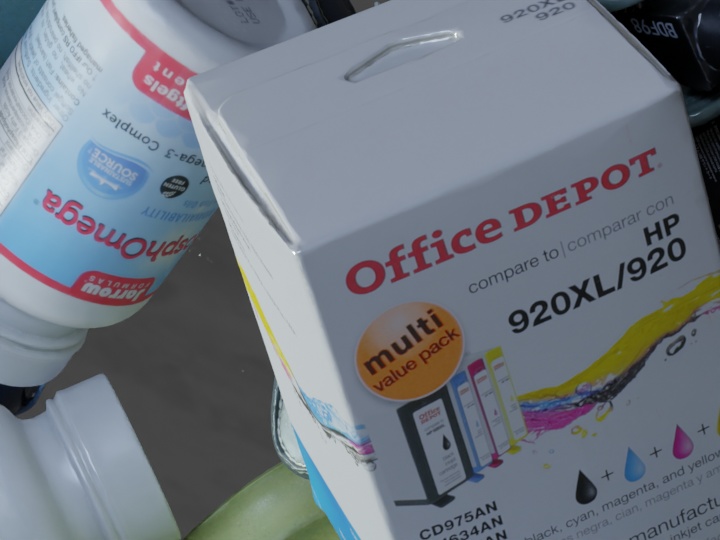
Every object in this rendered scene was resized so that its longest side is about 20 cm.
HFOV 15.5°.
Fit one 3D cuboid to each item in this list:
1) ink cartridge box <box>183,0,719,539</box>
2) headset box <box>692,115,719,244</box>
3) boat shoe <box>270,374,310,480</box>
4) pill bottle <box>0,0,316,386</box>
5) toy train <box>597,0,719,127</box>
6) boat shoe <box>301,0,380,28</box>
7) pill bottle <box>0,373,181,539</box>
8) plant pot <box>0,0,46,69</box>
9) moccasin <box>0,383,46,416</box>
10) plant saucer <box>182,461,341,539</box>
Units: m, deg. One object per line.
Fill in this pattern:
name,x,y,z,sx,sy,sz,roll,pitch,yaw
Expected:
ink cartridge box,0.045,0.014,0.962,0.147,0.200,0.145,-23,32,-8
headset box,0.220,-0.022,1.007,0.200,0.077,0.149,-31,65,19
boat shoe,0.000,0.000,1.066,0.073,0.062,0.200,35,114,28
pill bottle,-0.111,-0.048,1.117,0.200,0.109,0.109,-52,58,27
toy train,0.106,-0.120,1.051,0.114,0.085,0.200,-43,30,-21
boat shoe,0.008,-0.065,1.137,0.062,0.075,0.200,-28,67,23
pill bottle,-0.184,0.124,1.150,0.200,0.112,0.112,-25,64,-8
plant pot,-0.189,-0.133,1.204,0.188,0.200,0.200,-22,67,8
moccasin,-0.209,0.070,1.228,0.200,0.068,0.080,-34,51,1
plant saucer,-0.030,0.147,1.080,0.200,0.031,0.200,-32,27,19
